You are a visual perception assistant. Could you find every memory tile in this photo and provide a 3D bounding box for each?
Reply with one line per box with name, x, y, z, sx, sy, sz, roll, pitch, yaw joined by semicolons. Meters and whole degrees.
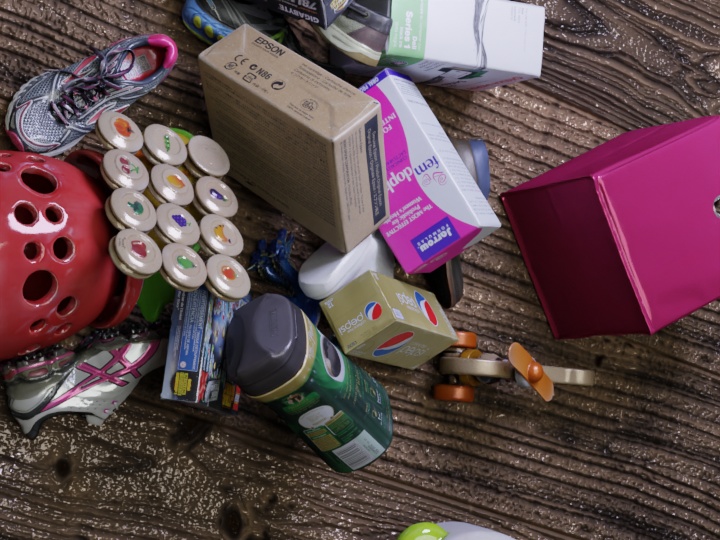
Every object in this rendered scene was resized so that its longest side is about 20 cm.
memory tile;-0.178;-0.063;1.528;0.153;0.017;0.200;17;44;-35

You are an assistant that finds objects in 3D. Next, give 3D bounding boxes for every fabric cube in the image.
fabric cube;0.321;-0.048;1.865;0.199;0.200;0.197;-24;98;-26

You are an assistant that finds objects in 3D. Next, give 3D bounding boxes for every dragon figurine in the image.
dragon figurine;-0.076;0.058;1.729;0.099;0.059;0.201;7;82;-27

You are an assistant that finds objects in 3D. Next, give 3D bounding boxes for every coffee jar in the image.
coffee jar;-0.053;0.114;1.615;0.200;0.085;0.104;46;25;-38

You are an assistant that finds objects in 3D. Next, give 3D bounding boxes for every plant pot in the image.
plant pot;-0.317;-0.018;1.538;0.182;0.200;0.201;-8;89;-36

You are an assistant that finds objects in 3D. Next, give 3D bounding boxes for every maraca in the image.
maraca;-0.213;-0.049;1.635;0.107;0.137;0.201;23;77;-62

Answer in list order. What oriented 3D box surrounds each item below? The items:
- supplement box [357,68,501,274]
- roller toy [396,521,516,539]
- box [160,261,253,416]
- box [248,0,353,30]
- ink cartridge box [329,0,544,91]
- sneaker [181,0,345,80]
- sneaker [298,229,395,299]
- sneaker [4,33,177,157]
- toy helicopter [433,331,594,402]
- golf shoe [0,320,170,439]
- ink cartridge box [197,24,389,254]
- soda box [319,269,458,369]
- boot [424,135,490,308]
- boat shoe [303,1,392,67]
supplement box;0.052;-0.105;1.736;0.101;0.103;0.200;-34;83;15
roller toy;0.111;0.373;1.756;0.182;0.140;0.201;2;87;-16
box;-0.152;0.072;1.618;0.040;0.200;0.137;6;83;8
box;-0.062;-0.360;1.698;0.200;0.198;0.050;-52;153;-28
ink cartridge box;0.086;-0.258;1.790;0.199;0.146;0.085;5;87;-27
sneaker;-0.095;-0.255;1.738;0.199;0.071;0.083;30;79;-19
sneaker;0.000;0.000;1.723;0.089;0.075;0.200;65;27;-13
sneaker;-0.276;-0.187;1.637;0.200;0.075;0.081;-39;104;-24
toy helicopter;0.186;0.113;1.820;0.199;0.132;0.079;7;82;-27
golf shoe;-0.261;0.107;1.626;0.199;0.073;0.092;-16;99;-18
ink cartridge box;-0.067;-0.136;1.642;0.075;0.200;0.165;-40;147;-26
soda box;0.034;0.056;1.712;0.068;0.200;0.064;-34;70;14
boot;0.114;-0.061;1.830;0.097;0.075;0.201;-10;89;-25
boat shoe;-0.037;-0.294;1.716;0.066;0.201;0.072;-53;149;13
